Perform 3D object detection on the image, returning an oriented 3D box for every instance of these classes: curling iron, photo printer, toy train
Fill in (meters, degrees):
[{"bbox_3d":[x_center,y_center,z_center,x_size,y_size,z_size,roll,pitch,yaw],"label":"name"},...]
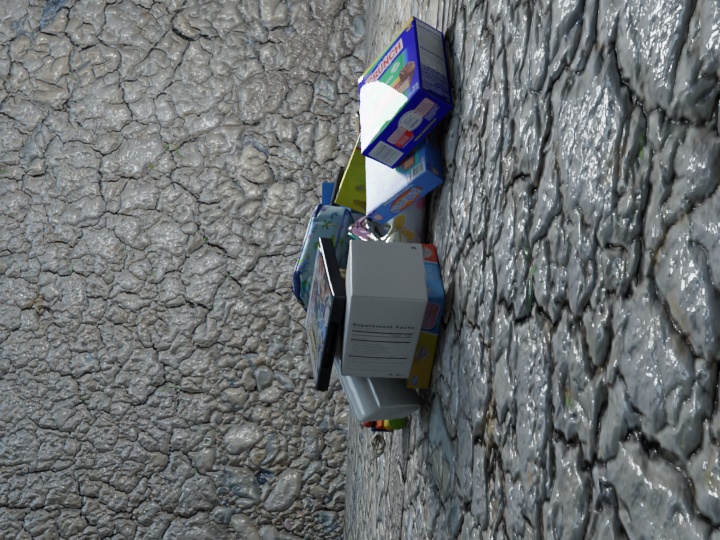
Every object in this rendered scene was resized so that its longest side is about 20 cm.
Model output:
[{"bbox_3d":[-0.062,-0.124,1.526,0.026,0.049,0.202,52,134,38],"label":"curling iron"},{"bbox_3d":[0.018,0.171,1.342,0.166,0.069,0.202,14,-133,-56],"label":"photo printer"},{"bbox_3d":[0.061,0.319,1.547,0.116,0.083,0.203,156,117,-71],"label":"toy train"}]

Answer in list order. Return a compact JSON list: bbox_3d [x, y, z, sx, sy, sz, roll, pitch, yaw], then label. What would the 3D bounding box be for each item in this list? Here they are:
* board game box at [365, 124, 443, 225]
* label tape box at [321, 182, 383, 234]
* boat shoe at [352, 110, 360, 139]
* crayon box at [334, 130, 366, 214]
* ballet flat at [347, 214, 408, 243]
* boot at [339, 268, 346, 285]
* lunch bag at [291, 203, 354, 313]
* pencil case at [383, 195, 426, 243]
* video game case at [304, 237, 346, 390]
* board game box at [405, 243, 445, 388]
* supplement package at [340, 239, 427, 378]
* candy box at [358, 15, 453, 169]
[{"bbox_3d":[0.074,-0.202,1.314,0.151,0.045,0.202,-33,43,37],"label":"board game box"},{"bbox_3d":[0.013,-0.106,1.557,0.066,0.197,0.145,-90,3,-69],"label":"label tape box"},{"bbox_3d":[0.019,-0.339,1.680,0.076,0.071,0.202,-59,-11,-60],"label":"boat shoe"},{"bbox_3d":[0.034,-0.190,1.478,0.051,0.125,0.202,104,-174,-68],"label":"crayon box"},{"bbox_3d":[0.044,-0.047,1.310,0.071,0.069,0.200,-50,40,6],"label":"ballet flat"},{"bbox_3d":[0.000,0.000,1.410,0.199,0.072,0.157,30,-136,-47],"label":"boot"},{"bbox_3d":[-0.067,-0.014,1.458,0.161,0.081,0.203,65,-144,-65],"label":"lunch bag"},{"bbox_3d":[0.084,-0.075,1.384,0.091,0.082,0.203,-9,-78,-74],"label":"pencil case"},{"bbox_3d":[-0.063,0.070,1.260,0.201,0.025,0.183,-107,25,-59],"label":"video game case"},{"bbox_3d":[0.104,0.079,1.281,0.154,0.040,0.202,-93,7,-54],"label":"board game box"},{"bbox_3d":[0.032,0.065,1.188,0.202,0.118,0.122,98,173,-46],"label":"supplement package"},{"bbox_3d":[0.073,-0.307,1.268,0.169,0.076,0.202,-43,35,39],"label":"candy box"}]
